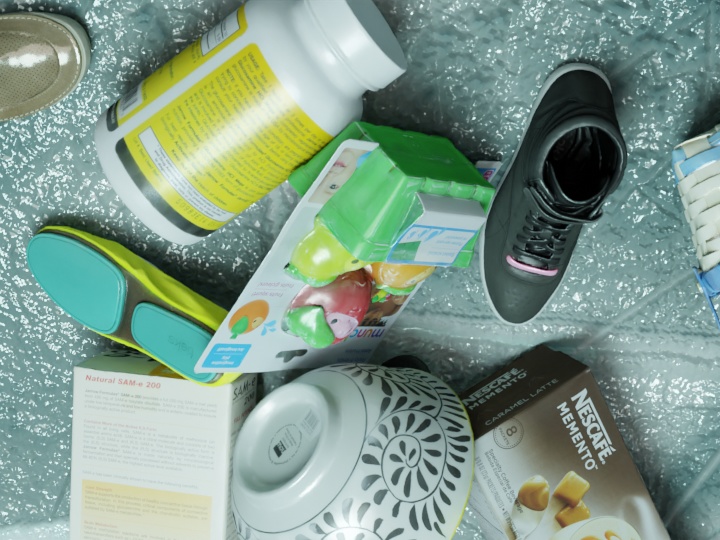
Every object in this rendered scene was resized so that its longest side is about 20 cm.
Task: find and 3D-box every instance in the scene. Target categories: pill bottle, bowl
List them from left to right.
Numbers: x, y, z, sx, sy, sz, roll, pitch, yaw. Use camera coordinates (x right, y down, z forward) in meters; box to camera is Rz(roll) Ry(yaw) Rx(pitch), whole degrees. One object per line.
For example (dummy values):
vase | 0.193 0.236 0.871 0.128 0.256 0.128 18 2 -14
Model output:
pill bottle | -0.072 -0.114 0.893 0.200 0.112 0.113 -33 106 17
bowl | -0.027 0.138 0.927 0.201 0.201 0.094 -37 130 18

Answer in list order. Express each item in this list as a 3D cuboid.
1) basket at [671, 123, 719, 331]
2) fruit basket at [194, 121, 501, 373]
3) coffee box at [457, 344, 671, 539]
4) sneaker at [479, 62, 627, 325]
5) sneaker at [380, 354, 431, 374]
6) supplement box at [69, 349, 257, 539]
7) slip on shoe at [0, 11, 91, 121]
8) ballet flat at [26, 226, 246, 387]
basket | 0.307 -0.019 0.872 0.176 0.139 0.200 -23 78 14
fruit basket | 0.000 0.000 0.911 0.094 0.185 0.200 43 113 32
coffee box | 0.148 0.172 0.990 0.114 0.080 0.200 -30 108 -11
sneaker | 0.128 -0.037 0.914 0.071 0.099 0.200 14 114 -3
sneaker | 0.023 0.169 1.033 0.108 0.067 0.202 27 92 -37
supplement box | -0.150 0.168 1.005 0.126 0.074 0.201 6 98 13
slip on shoe | -0.290 -0.136 0.932 0.199 0.061 0.076 -5 112 7
ballet flat | -0.158 0.024 0.976 0.200 0.067 0.067 29 114 24
